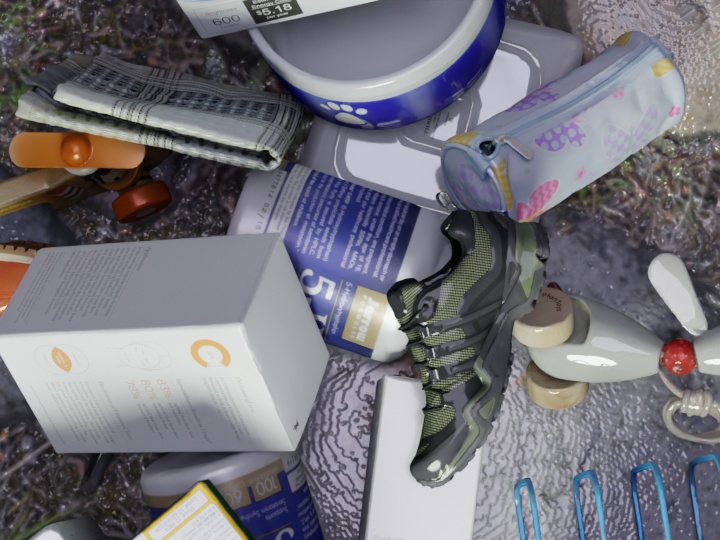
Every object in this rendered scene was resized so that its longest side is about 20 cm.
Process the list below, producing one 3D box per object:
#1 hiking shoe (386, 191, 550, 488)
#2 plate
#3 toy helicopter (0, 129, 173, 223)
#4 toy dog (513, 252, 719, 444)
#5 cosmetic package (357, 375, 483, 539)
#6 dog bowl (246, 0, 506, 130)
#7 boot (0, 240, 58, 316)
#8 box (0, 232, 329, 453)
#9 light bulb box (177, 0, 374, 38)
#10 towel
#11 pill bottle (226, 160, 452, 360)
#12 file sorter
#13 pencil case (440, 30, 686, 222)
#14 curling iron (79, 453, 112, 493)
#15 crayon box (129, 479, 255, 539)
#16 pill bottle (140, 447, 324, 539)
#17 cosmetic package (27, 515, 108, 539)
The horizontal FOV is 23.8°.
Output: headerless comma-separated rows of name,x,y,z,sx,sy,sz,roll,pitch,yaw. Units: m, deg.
hiking shoe,0.059,0.050,1.201,0.100,0.076,0.202,20,86,-4
plate,0.062,-0.119,1.354,0.198,0.032,0.201,16,83,2
toy helicopter,-0.233,-0.068,1.283,0.199,0.132,0.079,-21,84,-17
toy dog,0.208,0.045,1.306,0.198,0.132,0.097,13,45,-3
cosmetic package,0.043,0.184,1.282,0.084,0.108,0.202,6,83,-1
dog bowl,0.011,-0.213,1.310,0.198,0.079,0.202,-5,68,13
boot,-0.281,0.027,1.324,0.198,0.075,0.108,5,91,6
box,-0.141,0.054,1.224,0.198,0.125,0.098,-3,41,22
light bulb box,-0.058,-0.283,1.202,0.196,0.200,0.126,-11,66,11
towel,-0.144,-0.128,1.279,0.198,0.193,0.035,11,108,1
pill bottle,0.000,0.000,1.288,0.198,0.120,0.121,18,84,2
file sorter,0.219,0.205,1.265,0.198,0.139,0.124,-7,81,-1
pencil case,0.154,-0.106,1.299,0.199,0.091,0.083,-31,49,-22
curling iron,-0.184,0.077,1.338,0.049,0.026,0.202,14,89,23
crayon box,-0.091,0.257,1.137,0.125,0.052,0.200,-38,85,-3
pill bottle,-0.080,0.227,1.266,0.119,0.120,0.202,-17,97,-2
cosmetic package,-0.242,0.304,1.240,0.199,0.165,0.165,-38,85,-4
